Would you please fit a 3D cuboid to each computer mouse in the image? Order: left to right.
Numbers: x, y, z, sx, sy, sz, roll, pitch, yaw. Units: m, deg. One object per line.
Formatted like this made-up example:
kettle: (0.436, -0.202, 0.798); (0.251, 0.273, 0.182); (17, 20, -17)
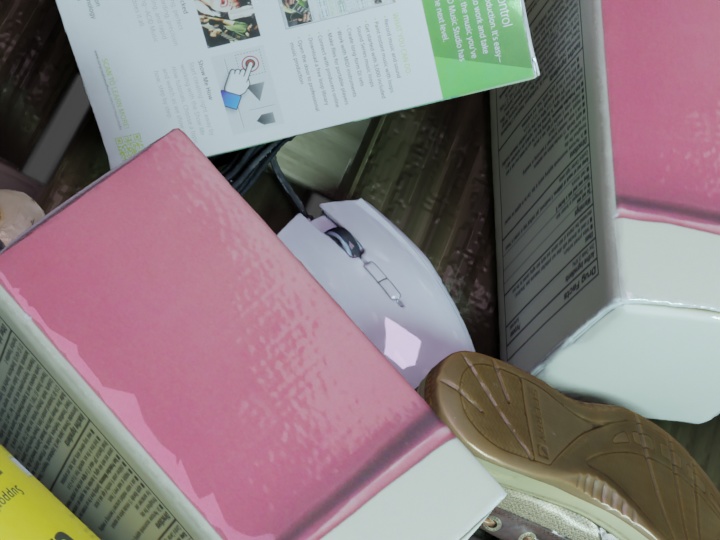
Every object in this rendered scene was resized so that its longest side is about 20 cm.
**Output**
computer mouse: (0.000, 0.000, 0.833); (0.109, 0.044, 0.201); (-27, 78, -29)

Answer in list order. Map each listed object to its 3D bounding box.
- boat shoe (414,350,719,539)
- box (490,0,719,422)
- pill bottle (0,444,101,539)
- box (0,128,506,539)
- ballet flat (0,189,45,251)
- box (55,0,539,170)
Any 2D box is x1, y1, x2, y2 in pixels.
boat shoe: (0.089, 0.102, 0.807); (0.199, 0.072, 0.072); (26, 43, -32)
box: (0.134, -0.046, 0.846); (0.108, 0.128, 0.201); (7, 65, -17)
pill bottle: (-0.119, 0.158, 0.676); (0.200, 0.112, 0.112); (42, 59, 3)
box: (-0.061, 0.067, 0.731); (0.200, 0.128, 0.109); (48, 60, 5)
ballet flat: (-0.213, 0.015, 0.734); (0.199, 0.057, 0.066); (-30, 53, -29)
box: (-0.032, -0.129, 0.782); (0.199, 0.145, 0.036); (-12, 31, 3)
